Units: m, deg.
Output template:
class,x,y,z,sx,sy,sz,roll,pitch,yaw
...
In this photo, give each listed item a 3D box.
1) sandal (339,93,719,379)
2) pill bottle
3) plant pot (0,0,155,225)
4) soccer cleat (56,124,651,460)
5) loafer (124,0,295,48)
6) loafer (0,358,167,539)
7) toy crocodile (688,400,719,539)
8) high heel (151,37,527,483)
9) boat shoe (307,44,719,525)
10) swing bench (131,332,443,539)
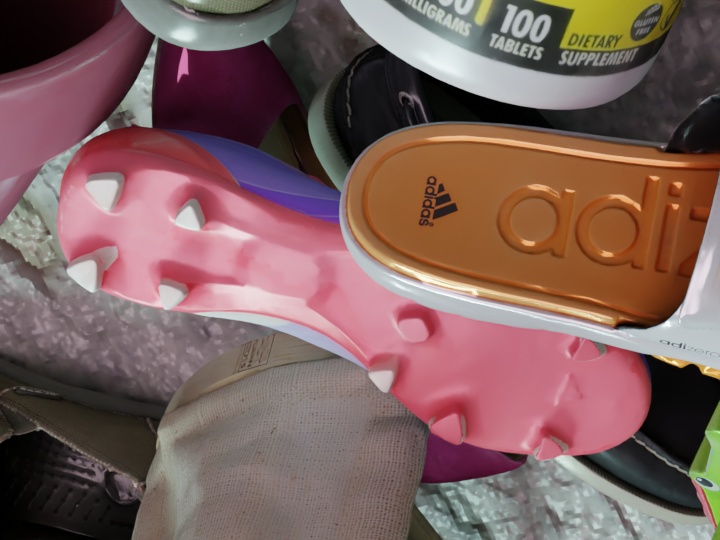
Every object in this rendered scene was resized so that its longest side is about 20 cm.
class,x,y,z,sx,sy,sz,roll,pitch,yaw
sandal,0.092,-0.012,0.727,0.205,0.080,0.059,5,160,9
pill bottle,0.068,-0.156,0.735,0.112,0.113,0.201,28,125,9
plant pot,-0.172,-0.081,0.857,0.199,0.200,0.179,32,142,6
soccer cleat,0.000,0.000,0.809,0.198,0.077,0.067,18,116,2
loafer,-0.075,-0.162,0.781,0.200,0.075,0.070,53,146,19
loafer,-0.145,0.073,0.982,0.198,0.070,0.076,5,99,18
toy crocodile,0.141,0.079,0.822,0.061,0.068,0.200,17,162,29
high heel,-0.005,-0.009,0.875,0.095,0.067,0.201,6,125,34
boat shoe,0.069,-0.003,0.845,0.200,0.074,0.066,51,138,3
swing bench,-0.028,0.155,0.855,0.129,0.200,0.201,1,138,17
